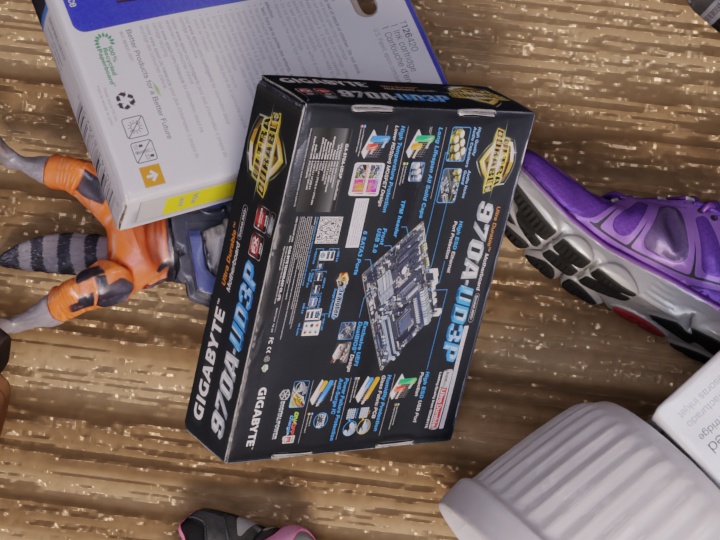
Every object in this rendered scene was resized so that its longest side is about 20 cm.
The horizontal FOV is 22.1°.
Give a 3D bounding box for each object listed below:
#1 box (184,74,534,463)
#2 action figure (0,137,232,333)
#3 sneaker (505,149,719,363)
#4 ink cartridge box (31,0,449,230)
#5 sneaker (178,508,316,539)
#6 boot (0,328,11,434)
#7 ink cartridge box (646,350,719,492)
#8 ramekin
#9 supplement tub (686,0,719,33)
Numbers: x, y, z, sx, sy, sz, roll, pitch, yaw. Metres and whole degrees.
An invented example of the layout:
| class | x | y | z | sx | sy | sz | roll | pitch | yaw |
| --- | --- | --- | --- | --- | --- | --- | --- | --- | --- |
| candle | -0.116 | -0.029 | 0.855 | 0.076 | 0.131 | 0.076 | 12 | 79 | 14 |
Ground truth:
| class | x | y | z | sx | sy | sz | roll | pitch | yaw |
| --- | --- | --- | --- | --- | --- | --- | --- | --- | --- |
| box | 0.000 | 0.000 | 0.983 | 0.158 | 0.046 | 0.201 | -2 | 114 | -38 |
| action figure | -0.115 | -0.045 | 1.055 | 0.192 | 0.105 | 0.201 | -1 | 65 | -5 |
| sneaker | 0.163 | -0.015 | 1.046 | 0.199 | 0.081 | 0.084 | 30 | 77 | -7 |
| ink cartridge box | -0.073 | -0.139 | 1.022 | 0.199 | 0.047 | 0.199 | -15 | 71 | -25 |
| sneaker | -0.096 | 0.228 | 1.056 | 0.095 | 0.079 | 0.201 | 20 | 89 | 21 |
| boot | -0.269 | 0.050 | 1.018 | 0.146 | 0.070 | 0.201 | 28 | 133 | 4 |
| ink cartridge box | 0.266 | 0.104 | 0.949 | 0.144 | 0.084 | 0.200 | -42 | 80 | -3 |
| ramekin | 0.144 | 0.163 | 0.978 | 0.105 | 0.200 | 0.200 | -41 | 88 | -7 |
| supplement tub | 0.262 | -0.156 | 1.007 | 0.200 | 0.123 | 0.123 | 39 | 91 | 1 |
